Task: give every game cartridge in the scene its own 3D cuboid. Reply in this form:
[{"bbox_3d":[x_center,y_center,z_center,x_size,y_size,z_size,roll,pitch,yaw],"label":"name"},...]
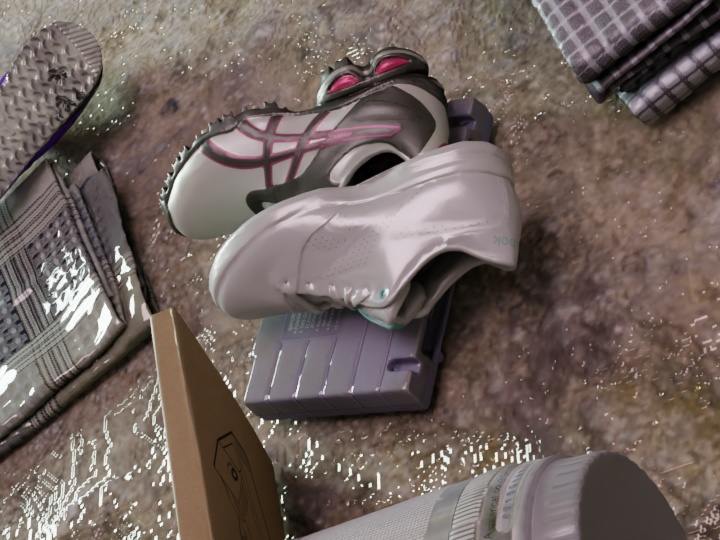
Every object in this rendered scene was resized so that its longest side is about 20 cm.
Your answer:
[{"bbox_3d":[0.005,-0.006,1.270,0.129,0.038,0.201,-10,56,40],"label":"game cartridge"}]

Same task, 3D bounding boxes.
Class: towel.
[{"bbox_3d":[-0.235,0.026,1.445,0.200,0.035,0.193,-38,43,11],"label":"towel"},{"bbox_3d":[0.169,-0.202,1.233,0.165,0.086,0.201,-38,44,14],"label":"towel"}]

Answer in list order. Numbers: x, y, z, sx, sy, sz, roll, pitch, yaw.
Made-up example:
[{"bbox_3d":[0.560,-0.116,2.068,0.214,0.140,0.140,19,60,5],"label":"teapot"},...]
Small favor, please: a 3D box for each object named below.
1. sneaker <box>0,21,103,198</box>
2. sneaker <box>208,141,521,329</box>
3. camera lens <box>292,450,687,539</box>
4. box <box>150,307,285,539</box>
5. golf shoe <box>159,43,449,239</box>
[{"bbox_3d":[-0.259,-0.091,1.513,0.200,0.070,0.100,-42,1,-3],"label":"sneaker"},{"bbox_3d":[0.000,0.000,1.202,0.199,0.075,0.089,-23,60,24],"label":"sneaker"},{"bbox_3d":[0.051,0.184,1.000,0.199,0.160,0.161,-23,49,26],"label":"camera lens"},{"bbox_3d":[-0.067,0.143,1.128,0.021,0.164,0.201,-18,49,6],"label":"box"},{"bbox_3d":[-0.037,-0.059,1.266,0.199,0.077,0.089,-27,54,23],"label":"golf shoe"}]
